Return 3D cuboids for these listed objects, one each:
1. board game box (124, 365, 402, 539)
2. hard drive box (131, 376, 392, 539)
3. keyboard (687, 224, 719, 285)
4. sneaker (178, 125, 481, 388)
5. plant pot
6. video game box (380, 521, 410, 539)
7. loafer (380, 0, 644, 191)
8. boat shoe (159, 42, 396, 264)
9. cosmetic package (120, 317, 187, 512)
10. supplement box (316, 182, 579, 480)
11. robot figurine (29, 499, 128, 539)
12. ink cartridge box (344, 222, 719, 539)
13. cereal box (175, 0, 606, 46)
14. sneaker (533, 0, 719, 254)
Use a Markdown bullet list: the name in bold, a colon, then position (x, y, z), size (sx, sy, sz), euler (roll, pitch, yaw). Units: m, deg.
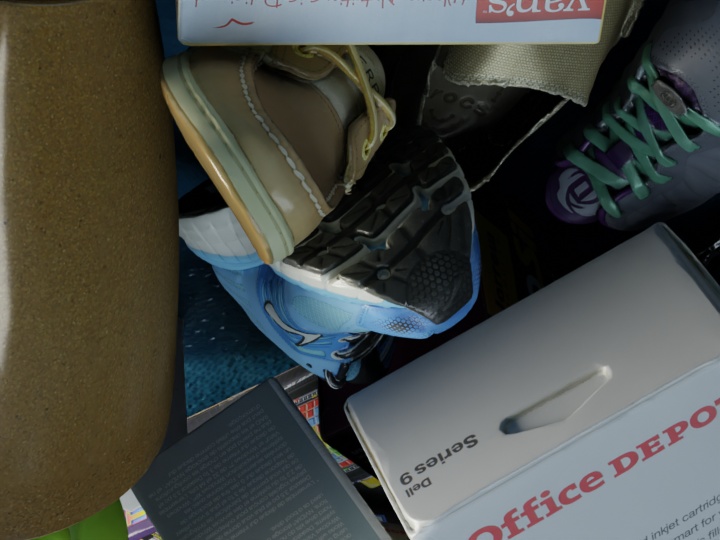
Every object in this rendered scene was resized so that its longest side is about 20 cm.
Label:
- **board game box**: position (0.004, 0.120, 1.120), size (0.165, 0.057, 0.200), euler (-28, 140, 26)
- **hard drive box**: position (0.003, 0.165, 0.904), size (0.077, 0.200, 0.156), euler (-34, 149, -5)
- **keyboard**: position (0.186, -0.010, 0.945), size (0.200, 0.021, 0.127), euler (-41, 142, 15)
- **sneaker**: position (0.000, 0.000, 0.842), size (0.078, 0.200, 0.090), euler (-35, 108, -14)
- **plant pot**: position (-0.140, -0.036, 0.788), size (0.186, 0.187, 0.200), euler (5, 130, -16)
- **video game box**: position (-0.019, 0.215, 1.076), size (0.182, 0.047, 0.200), euler (11, 105, -18)
- **loafer**: position (0.067, -0.097, 0.806), size (0.076, 0.068, 0.200), euler (7, 143, -18)
- **boat shoe**: position (-0.024, -0.060, 0.770), size (0.066, 0.200, 0.074), euler (-28, 107, 5)
- **cosmetic package**: position (-0.168, 0.035, 0.952), size (0.200, 0.083, 0.051), euler (22, 139, -34)
- **supplement box**: position (0.065, 0.053, 0.984), size (0.086, 0.111, 0.200), euler (-24, 142, 24)
- **robot figurine**: position (-0.179, 0.106, 0.876), size (0.200, 0.116, 0.175), euler (18, 168, -32)
- **ink cartridge box**: position (0.103, 0.100, 0.866), size (0.146, 0.084, 0.200), euler (-30, 130, -1)
- **cereal box**: position (0.015, -0.162, 0.685), size (0.143, 0.040, 0.200), euler (0, 128, -8)
- **sneaker**: position (0.114, -0.048, 0.812), size (0.087, 0.074, 0.200), euler (-37, 170, -10)
